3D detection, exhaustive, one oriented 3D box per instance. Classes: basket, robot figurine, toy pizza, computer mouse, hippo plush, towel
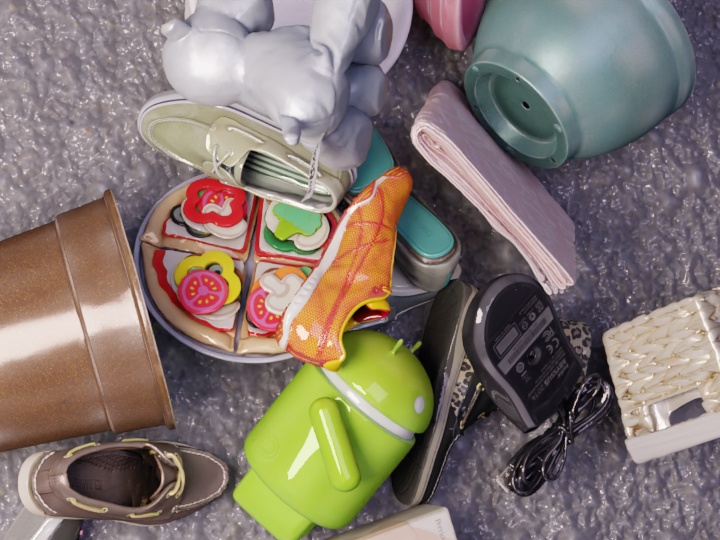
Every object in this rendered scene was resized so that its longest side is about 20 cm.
[{"bbox_3d":[0.329,0.081,1.445,0.199,0.135,0.124,-11,78,-43],"label":"basket"},{"bbox_3d":[-0.019,0.136,1.361,0.116,0.175,0.200,40,97,10],"label":"robot figurine"},{"bbox_3d":[-0.095,-0.012,1.374,0.198,0.032,0.202,5,55,-7],"label":"toy pizza"},{"bbox_3d":[0.136,0.084,1.383,0.138,0.053,0.201,-42,124,-21],"label":"computer mouse"},{"bbox_3d":[-0.075,-0.154,1.304,0.159,0.160,0.201,14,62,17],"label":"hippo plush"},{"bbox_3d":[0.119,-0.077,1.413,0.032,0.200,0.191,-40,97,16],"label":"towel"}]

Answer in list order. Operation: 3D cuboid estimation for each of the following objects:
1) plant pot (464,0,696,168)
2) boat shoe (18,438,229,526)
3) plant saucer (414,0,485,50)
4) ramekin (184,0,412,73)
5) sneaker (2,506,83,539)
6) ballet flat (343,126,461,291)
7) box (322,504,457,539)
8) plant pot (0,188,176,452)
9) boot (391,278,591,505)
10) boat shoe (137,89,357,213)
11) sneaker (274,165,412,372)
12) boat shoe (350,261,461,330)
[{"bbox_3d":[0.176,-0.177,1.420,0.134,0.200,0.201,-44,96,-21],"label":"plant pot"},{"bbox_3d":[-0.181,0.172,1.318,0.199,0.059,0.073,8,74,-44],"label":"boat shoe"},{"bbox_3d":[0.087,-0.300,1.429,0.050,0.201,0.202,11,80,9],"label":"plant saucer"},{"bbox_3d":[-0.062,-0.232,1.420,0.198,0.098,0.203,2,82,-15],"label":"ramekin"},{"bbox_3d":[-0.252,0.258,1.328,0.099,0.071,0.201,37,69,-22],"label":"sneaker"},{"bbox_3d":[0.017,-0.060,1.434,0.067,0.064,0.200,-27,62,-20],"label":"ballet flat"},{"bbox_3d":[-0.011,0.276,1.383,0.198,0.078,0.096,-19,89,-17],"label":"box"},{"bbox_3d":[-0.267,0.059,1.287,0.196,0.200,0.202,-16,88,-9],"label":"plant pot"},{"bbox_3d":[0.118,0.121,1.440,0.153,0.073,0.206,14,94,-26],"label":"boot"},{"bbox_3d":[-0.101,-0.104,1.381,0.198,0.072,0.062,14,36,5],"label":"boat shoe"},{"bbox_3d":[0.000,0.000,1.337,0.077,0.073,0.201,28,64,1],"label":"sneaker"},{"bbox_3d":[-0.004,0.026,1.435,0.198,0.073,0.062,-12,130,-23],"label":"boat shoe"}]
